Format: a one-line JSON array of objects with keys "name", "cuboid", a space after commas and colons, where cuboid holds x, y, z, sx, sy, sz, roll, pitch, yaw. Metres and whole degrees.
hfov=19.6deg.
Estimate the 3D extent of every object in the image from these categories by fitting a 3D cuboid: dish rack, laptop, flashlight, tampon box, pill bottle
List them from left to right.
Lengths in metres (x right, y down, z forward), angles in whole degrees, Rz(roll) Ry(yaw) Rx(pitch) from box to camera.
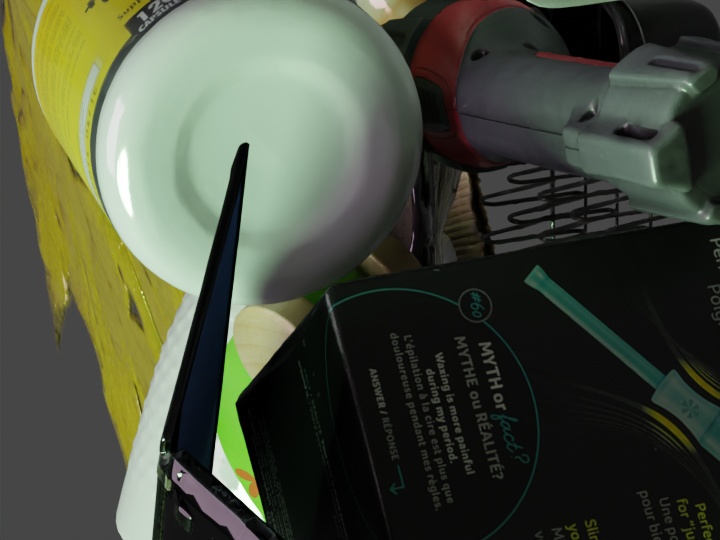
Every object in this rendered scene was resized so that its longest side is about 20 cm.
[{"name": "pill bottle", "cuboid": [-0.059, -0.070, 0.763, 0.200, 0.112, 0.112, -133, 38, -63]}, {"name": "laptop", "cuboid": [-0.009, 0.100, 0.614, 0.200, 0.103, 0.177, 38, 143, 25]}, {"name": "flashlight", "cuboid": [0.073, -0.056, 0.677, 0.068, 0.068, 0.200, -63, 28, -4]}, {"name": "dish rack", "cuboid": [0.089, -0.022, 0.813, 0.153, 0.055, 0.200, -141, 44, -63]}, {"name": "tampon box", "cuboid": [0.083, 0.074, 0.657, 0.126, 0.200, 0.150, 132, 126, -67]}]

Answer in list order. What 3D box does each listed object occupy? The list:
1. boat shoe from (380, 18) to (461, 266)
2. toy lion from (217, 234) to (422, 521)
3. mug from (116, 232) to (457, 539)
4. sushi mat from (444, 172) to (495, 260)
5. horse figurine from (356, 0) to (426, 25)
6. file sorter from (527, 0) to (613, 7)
[{"name": "boat shoe", "cuboid": [0.000, 0.000, 0.836, 0.072, 0.065, 0.200, 18, 110, 26]}, {"name": "toy lion", "cuboid": [0.015, 0.106, 0.814, 0.200, 0.069, 0.192, 47, 144, 5]}, {"name": "mug", "cuboid": [-0.012, 0.063, 0.963, 0.200, 0.148, 0.176, 34, 111, 59]}, {"name": "sushi mat", "cuboid": [0.021, -0.035, 1.060, 0.200, 0.012, 0.096, 167, 92, -70]}, {"name": "horse figurine", "cuboid": [0.012, -0.131, 0.969, 0.133, 0.050, 0.200, -33, 62, 56]}, {"name": "file sorter", "cuboid": [0.067, -0.189, 0.686, 0.200, 0.124, 0.139, -125, 32, -51]}]
